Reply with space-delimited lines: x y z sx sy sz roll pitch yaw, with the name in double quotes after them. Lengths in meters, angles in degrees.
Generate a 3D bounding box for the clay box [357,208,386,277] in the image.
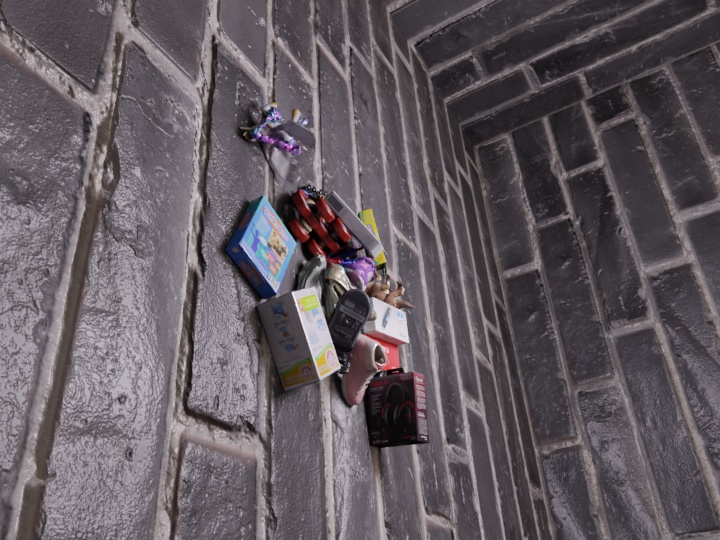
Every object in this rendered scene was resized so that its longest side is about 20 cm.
0.035 -0.078 2.010 0.115 0.047 0.204 109 -33 -78 "clay box"

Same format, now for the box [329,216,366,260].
-0.040 -0.080 1.908 0.160 0.043 0.204 16 58 -62 "box"

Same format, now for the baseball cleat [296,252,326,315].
-0.120 0.054 1.617 0.107 0.069 0.202 58 36 -32 "baseball cleat"

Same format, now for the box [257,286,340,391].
-0.137 0.153 1.446 0.112 0.100 0.204 -12 83 -66 "box"

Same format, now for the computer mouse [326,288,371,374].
-0.047 0.136 1.571 0.137 0.202 0.053 33 -11 -7 "computer mouse"

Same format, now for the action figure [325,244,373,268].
-0.049 -0.031 1.780 0.198 0.051 0.067 -20 87 -39 "action figure"

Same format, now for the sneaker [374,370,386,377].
0.035 0.211 1.815 0.203 0.074 0.088 68 24 -4 "sneaker"

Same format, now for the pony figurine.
-0.202 -0.350 1.665 0.191 0.167 0.201 32 36 -5 "pony figurine"

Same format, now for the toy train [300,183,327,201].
-0.112 -0.208 1.861 0.199 0.034 0.047 12 64 -63 "toy train"

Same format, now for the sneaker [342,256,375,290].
0.000 0.000 1.707 0.080 0.089 0.200 41 -3 6 "sneaker"

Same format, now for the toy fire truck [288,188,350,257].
-0.123 -0.138 1.720 0.200 0.111 0.169 50 7 -41 "toy fire truck"

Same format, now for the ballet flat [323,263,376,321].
-0.033 0.077 1.632 0.201 0.067 0.076 54 47 -24 "ballet flat"

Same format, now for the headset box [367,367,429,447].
0.099 0.365 1.722 0.075 0.146 0.204 30 53 -55 "headset box"

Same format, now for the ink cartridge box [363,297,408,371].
0.073 0.186 1.781 0.199 0.044 0.180 27 53 -55 "ink cartridge box"

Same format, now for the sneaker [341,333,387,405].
0.013 0.260 1.620 0.075 0.103 0.204 -29 125 -55 "sneaker"

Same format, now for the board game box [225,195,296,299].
-0.225 -0.056 1.483 0.153 0.044 0.201 57 27 -28 "board game box"

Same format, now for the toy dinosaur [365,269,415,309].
0.056 0.080 1.869 0.198 0.137 0.086 33 -4 -8 "toy dinosaur"

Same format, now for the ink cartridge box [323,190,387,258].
-0.012 -0.118 1.802 0.200 0.043 0.174 48 -2 14 "ink cartridge box"

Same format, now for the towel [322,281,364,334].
-0.048 0.118 1.694 0.171 0.047 0.204 36 40 -57 "towel"
